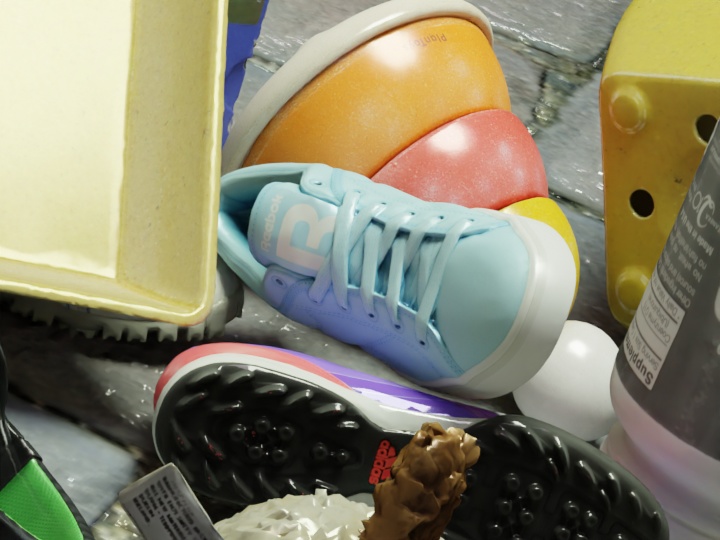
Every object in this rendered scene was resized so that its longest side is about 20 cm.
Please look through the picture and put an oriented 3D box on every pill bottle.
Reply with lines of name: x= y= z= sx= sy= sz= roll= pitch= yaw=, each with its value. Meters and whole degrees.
pill bottle: x=0.164 y=0.024 z=0.976 sx=0.113 sy=0.201 sz=0.113 roll=17 pitch=23 yaw=-7

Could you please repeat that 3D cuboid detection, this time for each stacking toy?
stacking toy: x=0.043 y=-0.006 z=1.080 sx=0.146 sy=0.146 sz=0.200 roll=-8 pitch=54 yaw=-48

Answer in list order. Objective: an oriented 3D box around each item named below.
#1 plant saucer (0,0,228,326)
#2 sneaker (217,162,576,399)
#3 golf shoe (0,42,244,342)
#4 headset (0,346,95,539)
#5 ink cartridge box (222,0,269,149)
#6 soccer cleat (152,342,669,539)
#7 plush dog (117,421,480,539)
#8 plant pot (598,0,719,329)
plant saucer: x=-0.151 y=-0.079 z=0.952 sx=0.199 sy=0.048 sz=0.201 roll=11 pitch=64 yaw=-21
sneaker: x=0.000 y=0.000 z=0.949 sx=0.082 sy=0.074 sz=0.200 roll=15 pitch=-2 yaw=-31
golf shoe: x=-0.132 y=-0.040 z=1.007 sx=0.199 sy=0.098 sz=0.078 roll=23 pitch=21 yaw=1
headset: x=-0.151 y=0.023 z=0.813 sx=0.200 sy=0.094 sz=0.123 roll=44 pitch=2 yaw=15
ink cartridge box: x=-0.108 y=-0.117 z=1.141 sx=0.076 sy=0.137 sz=0.200 roll=2 pitch=29 yaw=-32
soccer cleat: x=0.019 y=0.070 z=0.936 sx=0.199 sy=0.068 sz=0.073 roll=17 pitch=13 yaw=-9
plush dog: x=-0.013 y=0.114 z=0.738 sx=0.199 sy=0.161 sz=0.172 roll=18 pitch=0 yaw=-4
plant pot: x=0.211 y=-0.048 z=1.137 sx=0.194 sy=0.196 sz=0.200 roll=9 pitch=18 yaw=40
